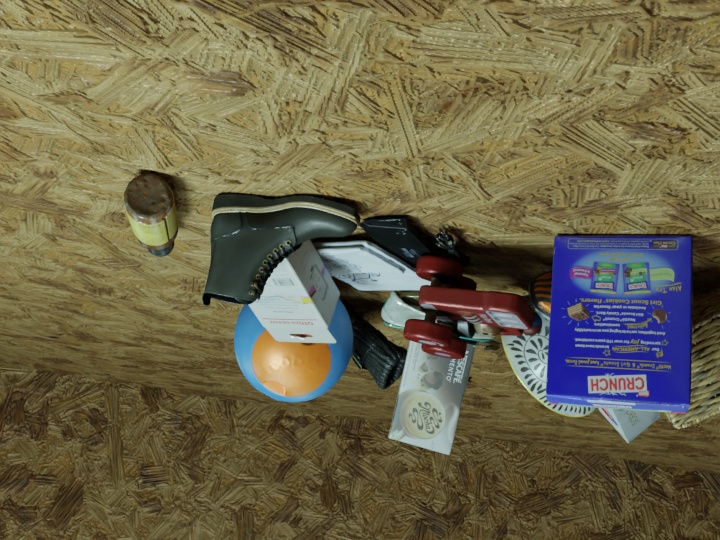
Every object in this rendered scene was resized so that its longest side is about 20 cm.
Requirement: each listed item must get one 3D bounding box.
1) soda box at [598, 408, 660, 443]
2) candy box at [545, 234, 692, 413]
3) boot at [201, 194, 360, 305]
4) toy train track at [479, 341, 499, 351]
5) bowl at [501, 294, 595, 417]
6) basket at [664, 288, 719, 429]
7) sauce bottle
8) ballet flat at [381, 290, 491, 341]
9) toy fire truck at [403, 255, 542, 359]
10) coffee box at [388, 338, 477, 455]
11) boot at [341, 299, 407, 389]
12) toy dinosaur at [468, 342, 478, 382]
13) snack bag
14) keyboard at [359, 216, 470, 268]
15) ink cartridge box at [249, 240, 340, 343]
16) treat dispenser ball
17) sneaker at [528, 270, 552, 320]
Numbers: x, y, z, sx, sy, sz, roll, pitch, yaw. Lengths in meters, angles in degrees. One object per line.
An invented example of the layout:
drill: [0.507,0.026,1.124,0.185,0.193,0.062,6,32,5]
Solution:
soda box: [0.350,0.159,1.142,0.063,0.068,0.200,-38,141,1]
candy box: [0.315,0.065,1.026,0.165,0.205,0.077,1,163,22]
boot: [-0.101,-0.017,1.066,0.195,0.142,0.077,1,162,18]
toy train track: [0.186,0.135,1.617,0.197,0.033,0.114,17,161,-29]
bowl: [0.310,0.101,1.232,0.197,0.204,0.094,16,139,-26]
basket: [0.472,0.093,1.146,0.197,0.145,0.149,-24,-163,10]
sauce bottle: [-0.276,-0.065,1.123,0.064,0.068,0.200,10,162,-8]
ballet flat: [0.133,0.069,1.372,0.195,0.071,0.070,9,164,-7]
toy fire truck: [0.159,0.060,1.151,0.165,0.115,0.200,8,167,24]
coffee box: [0.124,0.193,1.432,0.111,0.204,0.080,14,-164,7]
boot: [0.012,0.150,1.545,0.157,0.080,0.212,38,169,14]
toy dinosaur: [0.145,0.153,1.496,0.198,0.086,0.136,-36,142,-4]
snack bag: [0.000,0.000,1.255,0.186,0.022,0.198,-2,160,42]
keyboard: [0.088,-0.030,1.147,0.125,0.021,0.200,7,165,27]
ink cartridge box: [-0.107,0.022,1.213,0.114,0.068,0.202,1,140,25]
treat dispenser ball: [-0.110,0.113,1.388,0.196,0.205,0.201,7,164,2]
sneaker: [0.331,0.025,1.139,0.196,0.079,0.112,5,161,-23]
